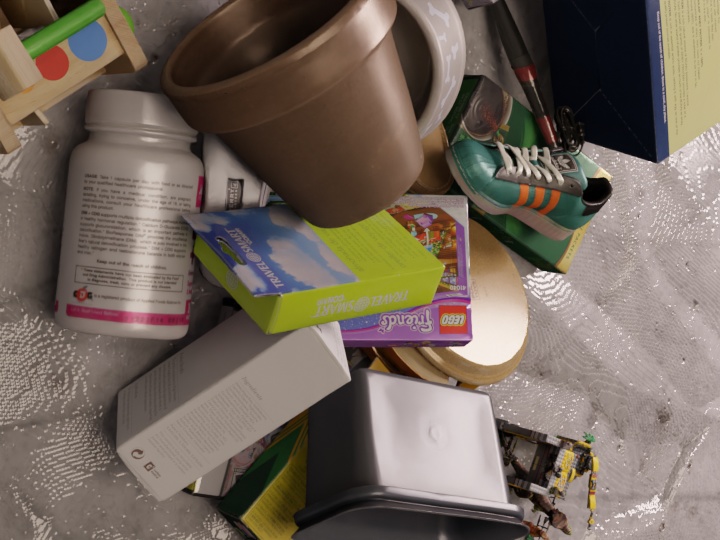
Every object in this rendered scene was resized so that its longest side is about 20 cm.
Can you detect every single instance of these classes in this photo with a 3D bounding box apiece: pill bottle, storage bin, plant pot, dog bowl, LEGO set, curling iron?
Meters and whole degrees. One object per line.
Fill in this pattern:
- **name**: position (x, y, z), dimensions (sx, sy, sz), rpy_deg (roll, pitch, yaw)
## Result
- **pill bottle**: position (-0.191, -0.047, 1.342), dimensions (0.113, 0.113, 0.201), rpy_deg (5, 92, -33)
- **storage bin**: position (0.036, 0.174, 1.422), dimensions (0.200, 0.145, 0.135), rpy_deg (14, 60, -34)
- **plant pot**: position (-0.037, -0.134, 1.299), dimensions (0.200, 0.200, 0.175), rpy_deg (-43, 121, -22)
- **dog bowl**: position (-0.009, -0.184, 1.405), dimensions (0.059, 0.200, 0.200), rpy_deg (-66, 136, -63)
- **LEGO set**: position (0.183, 0.243, 1.611), dimensions (0.154, 0.116, 0.200), rpy_deg (34, 77, -31)
- **curling iron**: position (0.167, -0.201, 1.588), dimensions (0.050, 0.026, 0.200), rpy_deg (-28, 90, -47)

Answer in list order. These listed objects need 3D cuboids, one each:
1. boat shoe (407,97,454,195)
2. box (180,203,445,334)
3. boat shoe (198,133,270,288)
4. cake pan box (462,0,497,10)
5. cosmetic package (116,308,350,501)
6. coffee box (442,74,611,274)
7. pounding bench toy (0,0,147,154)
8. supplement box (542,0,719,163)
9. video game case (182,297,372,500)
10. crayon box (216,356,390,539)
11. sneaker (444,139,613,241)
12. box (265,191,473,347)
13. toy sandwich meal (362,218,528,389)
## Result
- **boat shoe**: position (0.036, -0.151, 1.472), dimensions (0.071, 0.064, 0.200), rpy_deg (-39, 111, -21)
- **box**: position (-0.042, -0.008, 1.331), dimensions (0.200, 0.122, 0.048), rpy_deg (-9, 130, -39)
- **boat shoe**: position (-0.107, -0.085, 1.400), dimensions (0.072, 0.066, 0.201), rpy_deg (3, 96, -12)
- **cake pan box**: position (0.140, -0.381, 1.556), dimensions (0.200, 0.052, 0.184), rpy_deg (-37, 110, -27)
- **cosmetic package**: position (-0.111, 0.099, 1.366), dimensions (0.200, 0.102, 0.074), rpy_deg (-32, 116, 9)
- **coffee box**: position (0.155, -0.095, 1.605), dimensions (0.200, 0.044, 0.123), rpy_deg (35, 76, -30)
- **pounding bench toy**: position (-0.249, -0.183, 1.239), dimensions (0.156, 0.200, 0.124), rpy_deg (-36, 113, -24)
- **supplement box**: position (0.301, -0.248, 1.596), dimensions (0.200, 0.134, 0.200), rpy_deg (-32, 128, -31)
- **video game case**: position (-0.059, 0.133, 1.498), dimensions (0.200, 0.025, 0.181), rpy_deg (14, 87, -33)
- **crayon box**: position (-0.023, 0.190, 1.483), dimensions (0.200, 0.051, 0.127), rpy_deg (-48, 118, -20)
- **sneaker**: position (0.162, -0.091, 1.513), dimensions (0.200, 0.080, 0.072), rpy_deg (19, 42, -46)
- **box**: position (0.000, 0.000, 1.453), dimensions (0.199, 0.039, 0.137), rpy_deg (1, 77, -9)
- **toy sandwich meal**: position (0.080, 0.035, 1.551), dimensions (0.205, 0.070, 0.206), rpy_deg (22, 54, -34)
